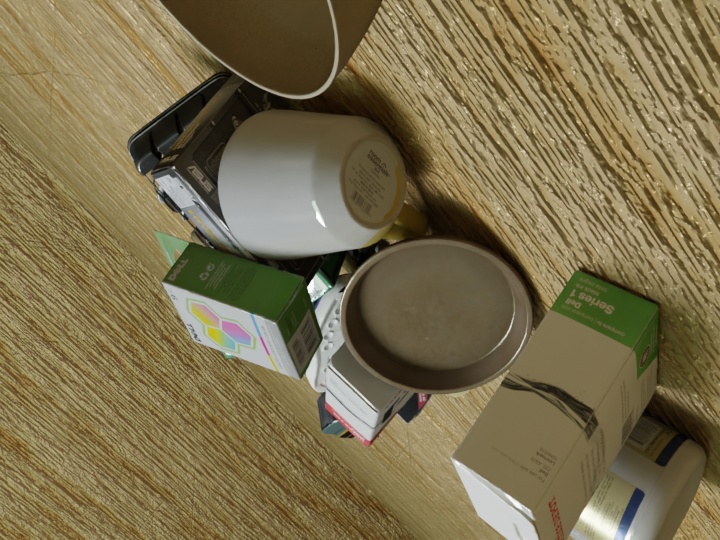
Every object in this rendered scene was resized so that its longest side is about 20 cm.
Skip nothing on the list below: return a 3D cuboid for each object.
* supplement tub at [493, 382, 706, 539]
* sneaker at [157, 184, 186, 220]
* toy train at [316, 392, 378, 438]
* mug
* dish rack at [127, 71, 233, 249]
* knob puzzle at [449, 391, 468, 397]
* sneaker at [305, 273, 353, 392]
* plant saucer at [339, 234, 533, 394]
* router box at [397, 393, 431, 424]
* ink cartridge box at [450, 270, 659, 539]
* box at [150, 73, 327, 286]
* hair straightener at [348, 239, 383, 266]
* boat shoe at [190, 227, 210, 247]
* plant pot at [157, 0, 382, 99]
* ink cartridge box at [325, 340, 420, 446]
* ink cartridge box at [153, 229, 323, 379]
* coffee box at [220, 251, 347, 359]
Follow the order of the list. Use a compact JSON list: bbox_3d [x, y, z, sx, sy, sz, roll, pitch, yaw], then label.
[{"bbox_3d":[0.230,0.195,0.783,0.198,0.145,0.145,29,160,35],"label":"supplement tub"},{"bbox_3d":[-0.231,-0.103,1.142,0.069,0.109,0.201,31,160,29],"label":"sneaker"},{"bbox_3d":[-0.020,0.175,1.233,0.112,0.205,0.085,12,146,-36],"label":"toy train"},{"bbox_3d":[-0.022,-0.087,0.738,0.151,0.184,0.154,4,107,49],"label":"mug"},{"bbox_3d":[-0.158,-0.109,0.899,0.201,0.151,0.055,51,-168,-40],"label":"dish rack"},{"bbox_3d":[0.090,0.093,1.032,0.219,0.030,0.221,40,160,17],"label":"knob puzzle"},{"bbox_3d":[-0.058,0.044,0.991,0.148,0.079,0.203,57,147,37],"label":"sneaker"},{"bbox_3d":[0.076,0.045,0.776,0.194,0.030,0.204,3,126,4],"label":"plant saucer"},{"bbox_3d":[0.022,0.129,1.142,0.199,0.062,0.150,43,-178,5],"label":"router box"},{"bbox_3d":[0.172,0.129,0.653,0.083,0.201,0.147,27,158,34],"label":"ink cartridge box"},{"bbox_3d":[-0.103,-0.086,0.813,0.048,0.160,0.201,-6,133,45],"label":"box"},{"bbox_3d":[0.000,0.000,0.956,0.078,0.040,0.201,55,160,13],"label":"hair straightener"},{"bbox_3d":[-0.158,-0.032,1.156,0.197,0.073,0.072,27,-166,-18],"label":"boat shoe"},{"bbox_3d":[-0.046,-0.218,0.414,0.199,0.135,0.201,38,163,13],"label":"plant pot"},{"bbox_3d":[0.031,0.118,0.936,0.083,0.145,0.201,39,161,14],"label":"ink cartridge box"},{"bbox_3d":[-0.142,0.035,0.803,0.196,0.060,0.105,17,146,24],"label":"ink cartridge box"},{"bbox_3d":[-0.099,0.019,0.958,0.198,0.124,0.044,-34,111,32],"label":"coffee box"}]
